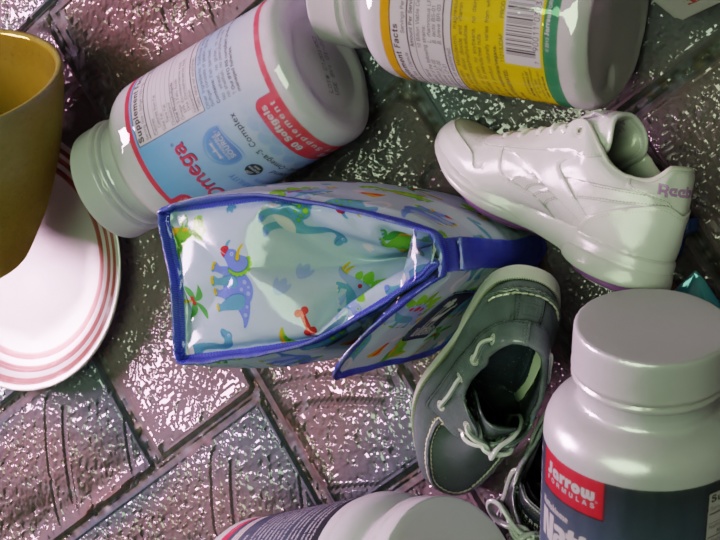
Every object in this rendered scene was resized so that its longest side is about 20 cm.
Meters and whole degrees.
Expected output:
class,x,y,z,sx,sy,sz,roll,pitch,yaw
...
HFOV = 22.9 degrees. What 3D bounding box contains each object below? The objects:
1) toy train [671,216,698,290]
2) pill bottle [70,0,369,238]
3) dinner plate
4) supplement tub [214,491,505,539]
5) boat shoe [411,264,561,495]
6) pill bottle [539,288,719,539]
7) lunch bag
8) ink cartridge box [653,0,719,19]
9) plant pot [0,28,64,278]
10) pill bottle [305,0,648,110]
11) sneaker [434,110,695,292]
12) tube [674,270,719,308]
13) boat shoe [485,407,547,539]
class,x,y,z,sx,sy,sz,roll,pitch,yaw
toy train,0.191,0.033,1.111,0.045,0.034,0.202,-2,94,25
pill bottle,-0.100,-0.099,1.216,0.199,0.109,0.110,-27,82,29
dinner plate,-0.259,-0.009,1.361,0.199,0.024,0.202,3,97,28
supplement tub,-0.007,0.220,1.152,0.199,0.140,0.142,-19,85,47
boat shoe,0.076,0.085,1.122,0.072,0.062,0.201,13,133,-8
pill bottle,0.163,0.120,1.031,0.119,0.119,0.202,13,120,27
lunch bag,0.000,0.000,1.135,0.199,0.170,0.129,-9,89,27
ink cartridge box,0.190,-0.242,1.004,0.128,0.199,0.126,-22,67,28
plant pot,-0.300,-0.070,1.276,0.199,0.200,0.143,11,124,27
pill bottle,0.070,-0.170,1.113,0.199,0.113,0.114,13,101,27
sneaker,0.129,-0.063,1.097,0.200,0.075,0.100,33,113,40
tube,0.241,0.100,1.072,0.077,0.050,0.200,-42,78,5
boat shoe,0.119,0.159,1.142,0.073,0.068,0.201,32,109,22
